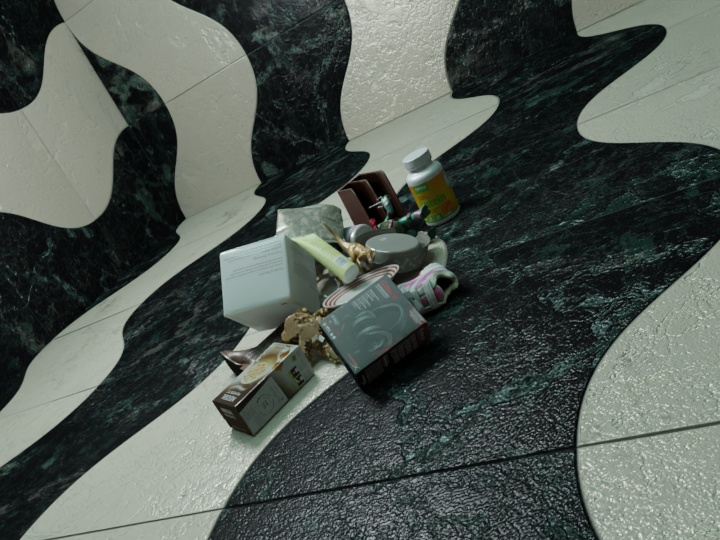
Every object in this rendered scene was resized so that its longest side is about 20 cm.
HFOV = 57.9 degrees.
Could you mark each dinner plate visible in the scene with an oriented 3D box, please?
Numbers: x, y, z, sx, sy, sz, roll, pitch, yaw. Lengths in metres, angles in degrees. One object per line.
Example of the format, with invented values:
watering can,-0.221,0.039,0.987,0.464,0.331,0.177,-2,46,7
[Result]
dinner plate,0.004,0.042,1.496,0.197,0.025,0.200,-28,11,6

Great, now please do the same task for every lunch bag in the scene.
lunch bag,-0.138,-0.098,1.860,0.194,0.119,0.166,-8,43,3

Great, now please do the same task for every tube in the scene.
tube,-0.084,-0.039,1.608,0.199,0.058,0.052,37,85,34

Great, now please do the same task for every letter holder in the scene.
letter holder,0.045,-0.178,1.921,0.100,0.203,0.141,-40,23,-28

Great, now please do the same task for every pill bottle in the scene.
pill bottle,-0.049,-0.070,1.936,0.197,0.110,0.109,-8,28,47
pill bottle,0.197,-0.240,1.851,0.109,0.203,0.112,-25,20,10

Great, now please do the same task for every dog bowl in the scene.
dog bowl,0.083,-0.052,1.683,0.194,0.060,0.201,-2,21,1

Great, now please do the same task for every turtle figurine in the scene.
turtle figurine,0.109,-0.127,1.813,0.196,0.151,0.102,2,51,40

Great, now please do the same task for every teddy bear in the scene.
teddy bear,-0.092,0.149,1.502,0.196,0.066,0.149,-11,68,35

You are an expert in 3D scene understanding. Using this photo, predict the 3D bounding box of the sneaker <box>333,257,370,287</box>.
sneaker,0.000,0.000,1.765,0.077,0.082,0.197,2,11,45

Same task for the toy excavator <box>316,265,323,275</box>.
toy excavator,-0.205,0.044,1.911,0.098,0.198,0.200,8,80,40

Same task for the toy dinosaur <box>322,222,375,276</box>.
toy dinosaur,-0.016,-0.045,1.618,0.059,0.109,0.198,-14,26,-37

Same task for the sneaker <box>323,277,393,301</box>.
sneaker,-0.006,0.045,1.625,0.198,0.095,0.070,-36,21,-15

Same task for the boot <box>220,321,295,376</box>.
boot,-0.246,0.187,1.671,0.184,0.065,0.200,17,52,46

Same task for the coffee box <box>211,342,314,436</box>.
coffee box,-0.212,0.256,1.436,0.113,0.081,0.200,-4,33,51

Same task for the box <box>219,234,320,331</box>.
box,-0.231,0.039,1.692,0.195,0.176,0.199,-15,-21,15

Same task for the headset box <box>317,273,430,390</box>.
headset box,0.036,0.117,1.324,0.198,0.078,0.149,-34,56,-10

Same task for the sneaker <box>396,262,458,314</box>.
sneaker,0.136,0.053,1.424,0.199,0.082,0.088,-40,20,-22
